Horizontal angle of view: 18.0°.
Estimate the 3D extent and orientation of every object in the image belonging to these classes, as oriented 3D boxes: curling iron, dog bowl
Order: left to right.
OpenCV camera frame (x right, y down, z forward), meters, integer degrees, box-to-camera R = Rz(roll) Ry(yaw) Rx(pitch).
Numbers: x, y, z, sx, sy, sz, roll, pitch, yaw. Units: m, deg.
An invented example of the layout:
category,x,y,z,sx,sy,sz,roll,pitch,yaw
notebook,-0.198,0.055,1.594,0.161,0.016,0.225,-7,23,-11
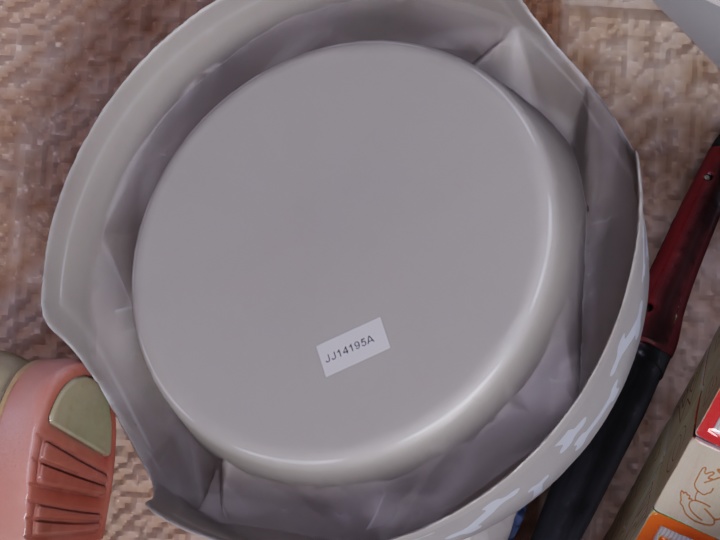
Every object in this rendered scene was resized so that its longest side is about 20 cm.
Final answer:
category,x,y,z,sx,sy,sz,roll,pitch,yaw
dog bowl,0.000,0.000,0.720,0.200,0.059,0.200,-9,66,21
curling iron,0.101,0.021,0.758,0.026,0.050,0.200,46,65,-27

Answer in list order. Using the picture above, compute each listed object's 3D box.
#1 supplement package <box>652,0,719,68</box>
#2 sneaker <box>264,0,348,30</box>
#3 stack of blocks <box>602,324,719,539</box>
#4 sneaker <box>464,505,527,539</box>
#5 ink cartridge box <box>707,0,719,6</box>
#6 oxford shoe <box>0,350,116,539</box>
category,x,y,z,sx,sy,sz,roll,pitch,yaw
supplement package,0.162,-0.188,0.749,0.200,0.152,0.151,-44,88,-6
sneaker,-0.018,-0.182,0.786,0.084,0.077,0.200,-13,94,-10
stack of blocks,0.128,0.114,0.706,0.115,0.059,0.200,24,120,1
sneaker,0.013,0.073,0.753,0.085,0.077,0.200,13,83,3
ink cartridge box,0.180,-0.155,0.628,0.145,0.084,0.200,24,85,-2
oxford shoe,-0.136,0.123,0.753,0.074,0.071,0.200,10,82,24
